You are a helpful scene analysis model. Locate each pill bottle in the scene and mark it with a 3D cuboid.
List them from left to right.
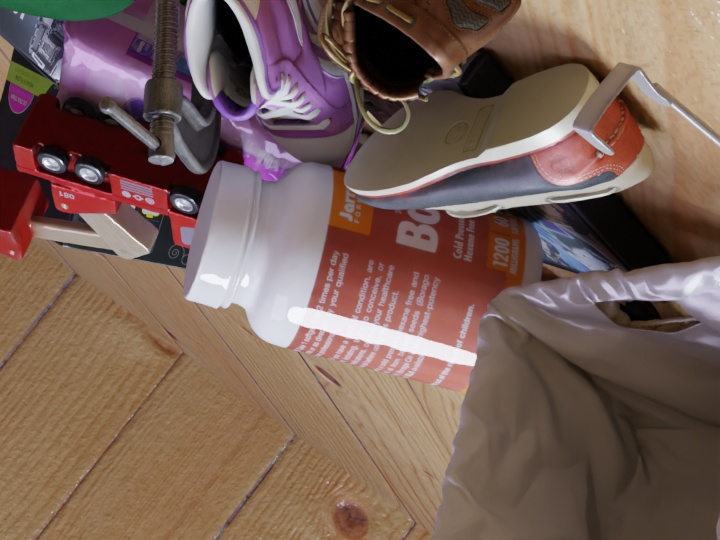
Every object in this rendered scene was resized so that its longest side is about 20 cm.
[{"bbox_3d":[0.000,0.000,1.246,0.198,0.113,0.112,14,174,-11],"label":"pill bottle"}]

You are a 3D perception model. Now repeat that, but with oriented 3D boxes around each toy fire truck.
[{"bbox_3d":[-0.168,-0.047,1.351,0.198,0.049,0.142,17,148,10],"label":"toy fire truck"}]

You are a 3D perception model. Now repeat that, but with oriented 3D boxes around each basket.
[{"bbox_3d":[0.167,0.118,1.133,0.197,0.202,0.161,-9,143,39],"label":"basket"}]

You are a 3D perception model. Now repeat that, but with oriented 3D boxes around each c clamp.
[{"bbox_3d":[-0.099,-0.143,1.165,0.027,0.202,0.171,-3,157,13],"label":"c clamp"}]

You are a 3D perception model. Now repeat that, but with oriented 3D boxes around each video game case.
[{"bbox_3d":[0.081,-0.065,1.253,0.200,0.026,0.180,45,168,-29],"label":"video game case"}]

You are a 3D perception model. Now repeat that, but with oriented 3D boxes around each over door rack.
[{"bbox_3d":[0.205,-0.036,0.797,0.199,0.067,0.147,21,-179,-33],"label":"over door rack"}]

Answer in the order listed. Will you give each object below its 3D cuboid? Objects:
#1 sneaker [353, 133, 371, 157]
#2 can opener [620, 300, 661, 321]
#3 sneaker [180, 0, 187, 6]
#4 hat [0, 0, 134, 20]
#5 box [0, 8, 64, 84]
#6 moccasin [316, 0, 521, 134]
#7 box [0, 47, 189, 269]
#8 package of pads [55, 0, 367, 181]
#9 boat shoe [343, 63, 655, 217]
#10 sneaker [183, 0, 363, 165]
[{"bbox_3d":[-0.003,-0.032,1.439,0.199,0.112,0.078,27,165,47],"label":"sneaker"},{"bbox_3d":[0.169,0.057,1.312,0.078,0.064,0.200,36,179,15],"label":"can opener"},{"bbox_3d":[-0.125,-0.158,1.427,0.200,0.077,0.084,41,165,-8],"label":"sneaker"},{"bbox_3d":[-0.161,-0.157,1.237,0.177,0.199,0.166,66,175,-36],"label":"hat"},{"bbox_3d":[-0.258,-0.234,1.447,0.200,0.050,0.158,41,-162,-14],"label":"box"},{"bbox_3d":[0.019,-0.120,1.088,0.074,0.078,0.201,42,169,-20],"label":"moccasin"},{"bbox_3d":[-0.155,-0.077,1.534,0.199,0.126,0.148,11,-171,-39],"label":"box"},{"bbox_3d":[-0.101,-0.101,1.347,0.198,0.076,0.121,24,149,0],"label":"package of pads"},{"bbox_3d":[0.069,-0.059,1.115,0.062,0.072,0.199,40,149,-28],"label":"boat shoe"},{"bbox_3d":[-0.056,-0.107,1.183,0.072,0.115,0.201,-3,139,19],"label":"sneaker"}]
